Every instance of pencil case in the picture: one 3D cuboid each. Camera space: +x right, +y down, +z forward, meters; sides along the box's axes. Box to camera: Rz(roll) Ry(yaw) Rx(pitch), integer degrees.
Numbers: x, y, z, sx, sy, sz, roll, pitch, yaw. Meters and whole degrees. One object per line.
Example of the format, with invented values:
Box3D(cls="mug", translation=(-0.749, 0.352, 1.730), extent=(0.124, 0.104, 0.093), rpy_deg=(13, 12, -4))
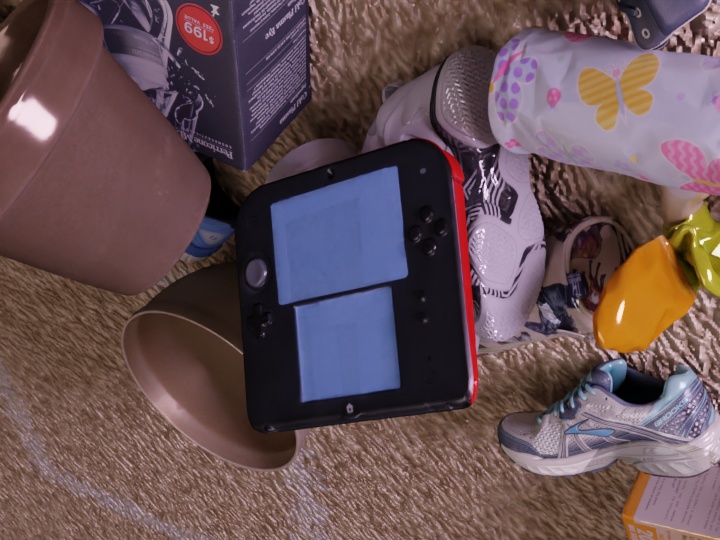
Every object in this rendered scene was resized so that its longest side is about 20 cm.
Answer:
Box3D(cls="pencil case", translation=(0.172, -0.093, 0.678), extent=(0.198, 0.084, 0.090), rpy_deg=(21, 179, 39))
Box3D(cls="pencil case", translation=(0.118, 0.026, 0.868), extent=(0.077, 0.091, 0.199), rpy_deg=(22, 153, -32))

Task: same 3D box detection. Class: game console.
Box3D(cls="game console", translation=(-0.009, 0.014, 0.775), extent=(0.198, 0.180, 0.031), rpy_deg=(-13, 163, 38))

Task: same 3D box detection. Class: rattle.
Box3D(cls="rattle", translation=(0.260, -0.006, 0.680), extent=(0.198, 0.142, 0.132), rpy_deg=(16, 121, 36))

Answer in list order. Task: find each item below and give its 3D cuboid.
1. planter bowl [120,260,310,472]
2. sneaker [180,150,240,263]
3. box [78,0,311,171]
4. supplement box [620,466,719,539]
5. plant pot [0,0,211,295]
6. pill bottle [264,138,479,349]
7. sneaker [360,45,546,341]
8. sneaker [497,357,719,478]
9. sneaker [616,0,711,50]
Box3D(cls="planter bowl", translation=(-0.108, 0.071, 1.069), extent=(0.198, 0.135, 0.202), rpy_deg=(23, 142, 20))
Box3D(cls="sneaker", translation=(-0.175, -0.105, 1.007), extent=(0.088, 0.079, 0.201), rpy_deg=(-26, 113, 34))
Box3D(cls="box", translation=(-0.143, -0.203, 0.838), extent=(0.198, 0.104, 0.184), rpy_deg=(24, 142, 20))
Box3D(cls="supplement box", translation=(0.326, 0.235, 0.923), extent=(0.197, 0.074, 0.127), rpy_deg=(6, 133, 36))
Box3D(cls="plant pot", translation=(-0.208, -0.071, 0.811), extent=(0.174, 0.203, 0.199), rpy_deg=(36, 148, -30))
Box3D(cls="pill bottle", translation=(0.000, 0.000, 0.863), extent=(0.202, 0.111, 0.113), rpy_deg=(61, 155, 30))
Box3D(cls="sneaker", translation=(0.064, -0.050, 0.809), extent=(0.114, 0.074, 0.204), rpy_deg=(-4, 96, 51))
Box3D(cls="sneaker", translation=(0.196, 0.112, 0.921), extent=(0.197, 0.078, 0.088), rpy_deg=(-9, 112, 37))
Box3D(cls="sneaker", translation=(0.120, -0.191, 0.649), extent=(0.200, 0.077, 0.148), rpy_deg=(-5, 123, 42))
